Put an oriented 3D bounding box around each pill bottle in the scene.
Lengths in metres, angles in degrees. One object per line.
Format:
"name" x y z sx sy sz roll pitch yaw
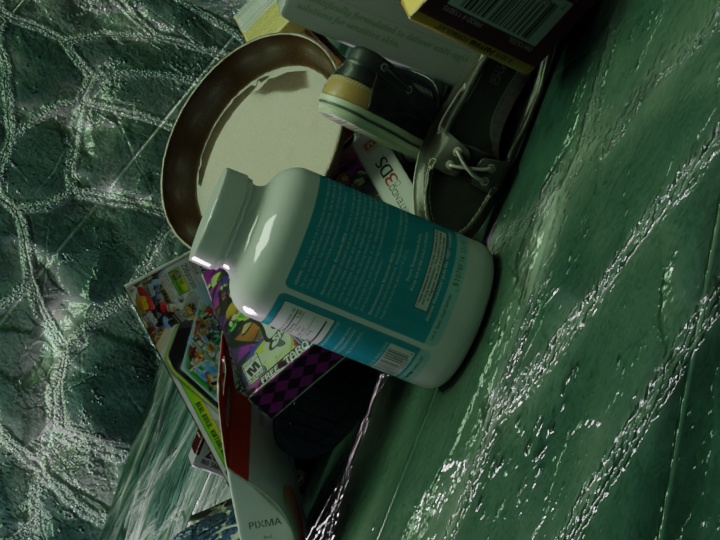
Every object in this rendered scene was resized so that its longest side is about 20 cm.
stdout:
"pill bottle" -0.015 -0.002 1.154 0.111 0.199 0.112 -157 90 -80

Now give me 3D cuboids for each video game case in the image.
"video game case" -0.027 -0.004 1.316 0.200 0.036 0.182 -40 35 10

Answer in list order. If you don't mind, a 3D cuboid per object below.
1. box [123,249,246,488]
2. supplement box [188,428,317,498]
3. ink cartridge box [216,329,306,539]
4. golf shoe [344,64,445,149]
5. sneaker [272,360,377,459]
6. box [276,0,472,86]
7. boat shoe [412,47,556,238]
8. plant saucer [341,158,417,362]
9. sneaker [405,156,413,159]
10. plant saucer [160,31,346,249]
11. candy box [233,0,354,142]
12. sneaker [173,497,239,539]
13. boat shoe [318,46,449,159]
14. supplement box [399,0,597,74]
"box" -0.113 0.076 1.450 0.110 0.201 0.035 -29 5 -8
"supplement box" -0.070 0.099 1.506 0.061 0.108 0.201 -179 109 -81
"ink cartridge box" -0.078 0.152 1.339 0.162 0.050 0.202 -98 2 -71
"golf shoe" 0.015 -0.142 1.563 0.201 0.078 0.097 -54 -1 9
"sneaker" -0.021 0.076 1.410 0.082 0.074 0.201 122 173 -61
"box" 0.050 -0.284 1.419 0.171 0.198 0.201 -106 38 -74
"boat shoe" 0.091 -0.111 1.215 0.057 0.066 0.201 132 162 -75
"plant saucer" 0.000 0.000 1.346 0.199 0.037 0.201 -27 40 25
"sneaker" 0.024 -0.073 1.528 0.201 0.071 0.073 -57 40 33
"plant saucer" -0.083 -0.100 1.376 0.199 0.034 0.202 -19 59 34
"candy box" -0.052 -0.196 1.529 0.055 0.115 0.200 -44 20 6
"sneaker" -0.111 0.254 1.474 0.077 0.086 0.200 -24 0 3
"boat shoe" 0.039 -0.120 1.269 0.200 0.074 0.063 21 -89 -57
"supplement box" 0.073 -0.255 1.175 0.103 0.130 0.201 -47 49 26
